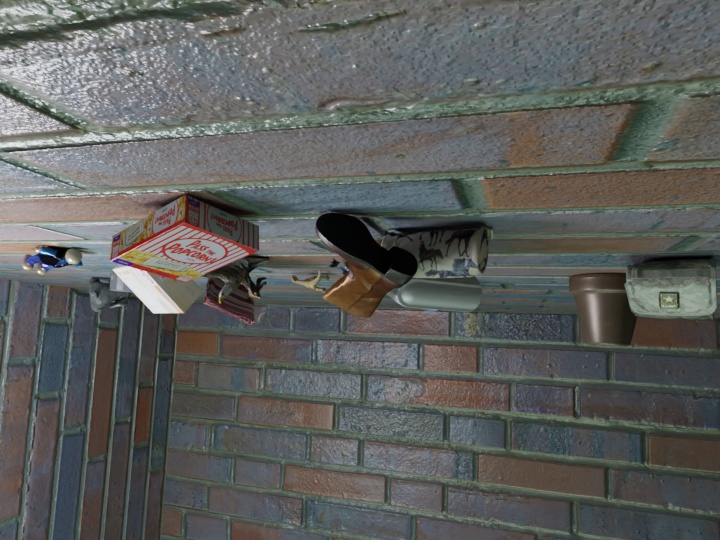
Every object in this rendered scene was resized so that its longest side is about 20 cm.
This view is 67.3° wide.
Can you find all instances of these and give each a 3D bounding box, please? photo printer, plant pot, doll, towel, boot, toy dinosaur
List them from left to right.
[{"bbox_3d":[-0.795,-0.029,1.420,0.194,0.050,0.135,-9,158,30],"label":"doll"},{"bbox_3d":[-0.350,0.057,1.465,0.141,0.023,0.202,29,-159,-25],"label":"towel"},{"bbox_3d":[-0.147,0.038,1.674,0.098,0.061,0.197,9,171,-34],"label":"toy dinosaur"},{"bbox_3d":[-0.021,-0.002,0.922,0.183,0.071,0.200,20,149,-18],"label":"boot"},{"bbox_3d":[0.120,0.012,1.064,0.193,0.072,0.167,6,-155,-24],"label":"photo printer"},{"bbox_3d":[0.658,0.108,1.444,0.192,0.182,0.200,2,174,0],"label":"plant pot"}]

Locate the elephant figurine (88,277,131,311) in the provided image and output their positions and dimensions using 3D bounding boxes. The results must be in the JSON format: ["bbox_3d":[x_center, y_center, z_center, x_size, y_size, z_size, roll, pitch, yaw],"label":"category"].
[{"bbox_3d":[-1.005,0.086,2.224,0.194,0.157,0.144,-5,135,-30],"label":"elephant figurine"}]

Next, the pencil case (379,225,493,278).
[{"bbox_3d":[0.127,-0.033,0.924,0.193,0.092,0.078,-2,144,28],"label":"pencil case"}]

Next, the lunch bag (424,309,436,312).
[{"bbox_3d":[0.153,0.057,1.679,0.193,0.098,0.151,16,174,-1],"label":"lunch bag"}]

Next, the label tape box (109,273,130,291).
[{"bbox_3d":[-0.798,0.047,1.971,0.194,0.066,0.142,-2,172,36],"label":"label tape box"}]

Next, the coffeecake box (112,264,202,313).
[{"bbox_3d":[-0.495,0.025,1.316,0.196,0.074,0.155,-4,129,48],"label":"coffeecake box"}]

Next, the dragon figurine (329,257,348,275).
[{"bbox_3d":[0.000,0.000,1.149,0.098,0.060,0.199,34,-177,32],"label":"dragon figurine"}]

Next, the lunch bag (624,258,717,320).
[{"bbox_3d":[0.648,0.037,1.128,0.159,0.123,0.198,-1,166,34],"label":"lunch bag"}]

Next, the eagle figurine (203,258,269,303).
[{"bbox_3d":[-0.334,0.007,1.352,0.198,0.153,0.152,36,117,-17],"label":"eagle figurine"}]

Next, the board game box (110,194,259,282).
[{"bbox_3d":[-0.283,-0.044,0.875,0.195,0.048,0.150,-19,155,33],"label":"board game box"}]
